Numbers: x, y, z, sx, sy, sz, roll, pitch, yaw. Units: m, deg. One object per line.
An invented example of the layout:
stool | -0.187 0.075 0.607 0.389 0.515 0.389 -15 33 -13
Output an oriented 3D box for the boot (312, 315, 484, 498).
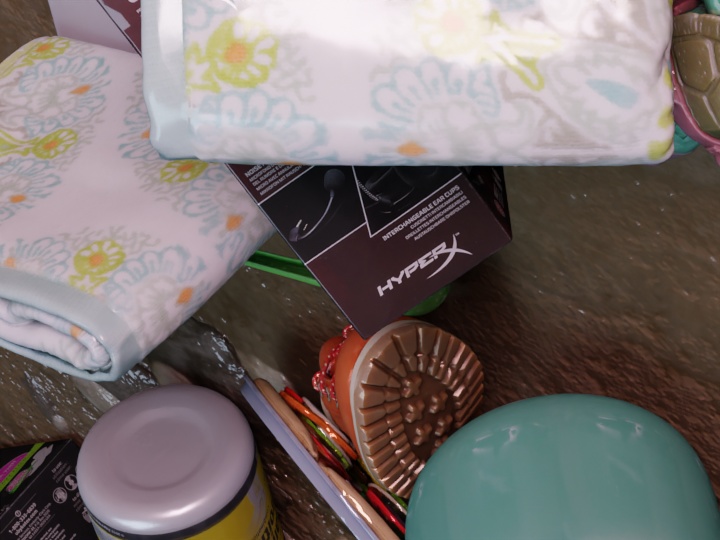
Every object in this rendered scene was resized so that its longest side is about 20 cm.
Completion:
boot | 0.009 0.061 1.026 0.107 0.075 0.200 38 169 25

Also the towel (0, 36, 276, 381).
towel | -0.129 -0.037 0.949 0.199 0.171 0.048 19 141 34

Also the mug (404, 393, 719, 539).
mug | 0.095 0.142 0.981 0.151 0.115 0.186 0 138 -6

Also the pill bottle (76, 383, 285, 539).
pill bottle | -0.104 0.174 1.298 0.111 0.112 0.201 23 145 30

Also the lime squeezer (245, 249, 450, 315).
lime squeezer | 0.000 0.000 1.008 0.070 0.038 0.199 20 165 -29

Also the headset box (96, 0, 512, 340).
headset box | -0.027 -0.094 0.820 0.200 0.077 0.149 53 -167 -16

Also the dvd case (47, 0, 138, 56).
dvd case | -0.094 -0.122 0.994 0.150 0.025 0.201 26 147 27

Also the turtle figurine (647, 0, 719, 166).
turtle figurine | 0.136 -0.085 0.701 0.150 0.101 0.200 55 155 -14

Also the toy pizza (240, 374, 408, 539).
toy pizza | 0.005 0.130 1.135 0.201 0.032 0.200 50 176 5

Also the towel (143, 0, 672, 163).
towel | 0.015 -0.135 0.655 0.170 0.048 0.202 1 93 12

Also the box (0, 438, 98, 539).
box | -0.264 0.221 1.511 0.125 0.149 0.199 51 150 -17
